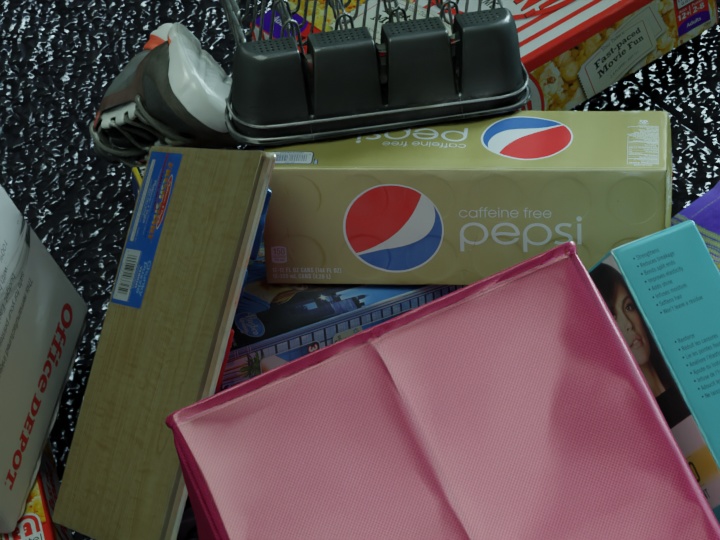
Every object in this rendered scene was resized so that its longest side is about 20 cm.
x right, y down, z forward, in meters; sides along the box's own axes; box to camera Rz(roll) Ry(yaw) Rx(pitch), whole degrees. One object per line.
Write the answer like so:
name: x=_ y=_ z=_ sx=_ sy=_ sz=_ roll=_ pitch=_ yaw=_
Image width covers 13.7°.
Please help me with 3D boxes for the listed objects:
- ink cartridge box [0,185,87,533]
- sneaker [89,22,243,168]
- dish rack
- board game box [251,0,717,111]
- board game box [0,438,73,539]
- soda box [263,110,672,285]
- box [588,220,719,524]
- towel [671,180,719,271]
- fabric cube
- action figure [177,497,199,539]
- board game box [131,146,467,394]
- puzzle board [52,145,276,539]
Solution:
ink cartridge box: x=-0.228 y=0.020 z=1.500 sx=0.084 sy=0.200 sz=0.145 roll=0 pitch=55 yaw=24
sneaker: x=-0.105 y=-0.082 z=1.628 sx=0.082 sy=0.077 sz=0.200 roll=-42 pitch=8 yaw=-2
dish rack: x=-0.007 y=-0.143 z=1.536 sx=0.153 sy=0.055 sz=0.200 roll=-7 pitch=34 yaw=-10
board game box: x=0.066 y=-0.132 z=1.607 sx=0.200 sy=0.046 sz=0.151 roll=-31 pitch=41 yaw=-20
board game box: x=-0.240 y=0.111 z=1.598 sx=0.151 sy=0.046 sz=0.200 roll=-23 pitch=50 yaw=5
soda box: x=0.053 y=-0.036 z=1.479 sx=0.200 sy=0.068 sz=0.064 roll=1 pitch=30 yaw=7
box: x=0.160 y=0.085 z=1.372 sx=0.049 sy=0.082 sz=0.200 roll=-20 pitch=77 yaw=-27
towel: x=0.205 y=-0.018 z=1.481 sx=0.200 sy=0.023 sz=0.144 roll=-36 pitch=27 yaw=-17
fabric cube: x=0.046 y=0.143 z=1.315 sx=0.200 sy=0.196 sz=0.200 roll=-24 pitch=69 yaw=-7
action figure: x=-0.073 y=0.101 z=1.526 sx=0.130 sy=0.069 sz=0.200 roll=-7 pitch=38 yaw=25
board game box: x=0.000 y=0.000 z=1.549 sx=0.200 sy=0.062 sz=0.200 roll=-9 pitch=32 yaw=-12
puzzle board: x=-0.095 y=0.037 z=1.469 sx=0.151 sy=0.017 sz=0.200 roll=7 pitch=82 yaw=66
